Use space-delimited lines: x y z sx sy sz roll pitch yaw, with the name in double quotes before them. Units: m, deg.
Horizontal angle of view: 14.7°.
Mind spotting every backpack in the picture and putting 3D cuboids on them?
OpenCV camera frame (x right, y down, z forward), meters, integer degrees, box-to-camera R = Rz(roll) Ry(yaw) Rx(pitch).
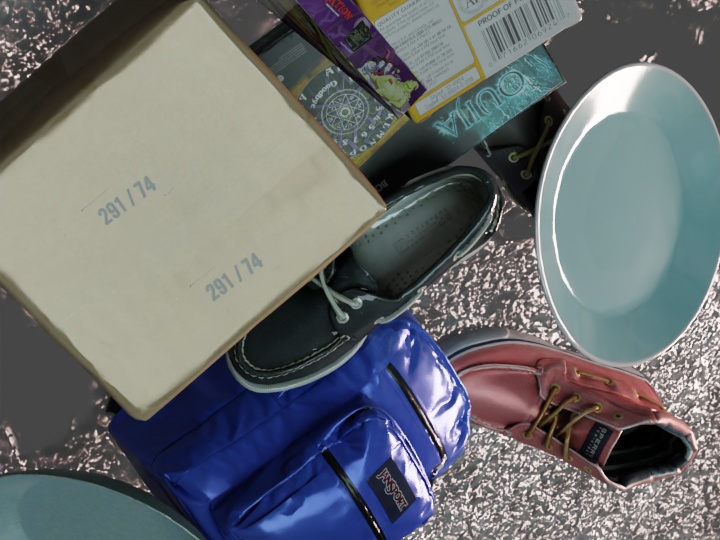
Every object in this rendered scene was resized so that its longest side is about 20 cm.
"backpack" -0.025 0.111 1.787 0.200 0.168 0.163 -40 135 -12

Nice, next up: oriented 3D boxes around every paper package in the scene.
"paper package" -0.122 -0.044 1.636 0.200 0.103 0.191 -42 113 0

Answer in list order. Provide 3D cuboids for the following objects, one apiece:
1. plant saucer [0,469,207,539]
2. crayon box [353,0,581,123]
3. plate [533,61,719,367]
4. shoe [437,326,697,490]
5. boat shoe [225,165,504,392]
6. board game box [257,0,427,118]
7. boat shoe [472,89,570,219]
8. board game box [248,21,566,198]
"plant saucer" -0.164 0.180 1.770 0.201 0.201 0.039 59 38 -38
"crayon box" 0.039 -0.204 1.648 0.126 0.052 0.200 -32 125 -9
"plate" 0.173 -0.037 1.827 0.200 0.026 0.201 -8 101 -44
"shoe" 0.139 0.096 1.917 0.200 0.091 0.072 11 111 -34
"boat shoe" 0.000 0.000 1.705 0.200 0.076 0.060 -40 172 -7
"board game box" -0.047 -0.168 1.586 0.032 0.200 0.120 -48 130 1
"boat shoe" 0.119 -0.079 1.823 0.072 0.061 0.201 -44 129 -1
"board game box" 0.013 -0.116 1.734 0.200 0.028 0.135 -35 112 -3
